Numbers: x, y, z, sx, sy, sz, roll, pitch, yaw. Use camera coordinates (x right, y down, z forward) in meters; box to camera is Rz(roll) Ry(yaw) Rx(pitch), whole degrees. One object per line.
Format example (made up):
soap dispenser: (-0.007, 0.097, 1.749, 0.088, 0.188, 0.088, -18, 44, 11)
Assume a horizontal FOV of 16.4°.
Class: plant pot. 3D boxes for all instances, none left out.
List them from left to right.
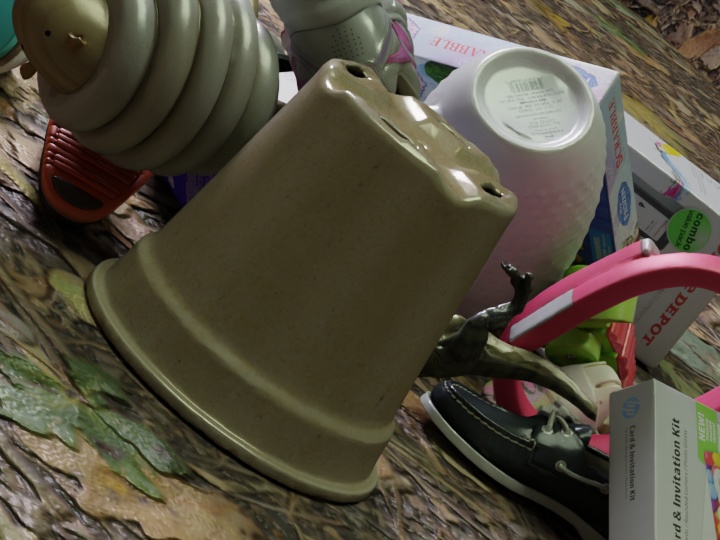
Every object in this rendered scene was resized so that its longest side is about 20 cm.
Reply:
plant pot: (-0.017, -0.007, 1.376, 0.200, 0.184, 0.201, 36, 14, -11)

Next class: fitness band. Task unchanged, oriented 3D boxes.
fitness band: (0.178, 0.058, 1.602, 0.144, 0.200, 0.037, 49, 27, -26)

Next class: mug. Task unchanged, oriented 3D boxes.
mug: (0.071, -0.068, 1.723, 0.199, 0.176, 0.148, 2, 56, -14)

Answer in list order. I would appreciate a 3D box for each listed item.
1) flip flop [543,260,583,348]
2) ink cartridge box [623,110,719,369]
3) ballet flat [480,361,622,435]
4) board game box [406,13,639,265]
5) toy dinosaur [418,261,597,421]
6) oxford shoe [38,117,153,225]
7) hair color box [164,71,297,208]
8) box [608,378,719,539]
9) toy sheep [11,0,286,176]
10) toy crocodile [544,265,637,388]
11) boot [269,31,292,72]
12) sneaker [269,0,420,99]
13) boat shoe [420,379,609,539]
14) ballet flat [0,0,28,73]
flip flop: (0.103, 0.006, 1.874, 0.200, 0.081, 0.058, 35, 33, -12)
ink cartridge box: (0.217, -0.045, 2.150, 0.200, 0.147, 0.146, 36, 14, -6)
ballet flat: (0.169, 0.105, 1.718, 0.200, 0.071, 0.069, 28, 28, -35)
board game box: (0.107, -0.090, 1.868, 0.199, 0.041, 0.200, 18, -36, 27)
toy dinosaur: (0.062, 0.034, 1.549, 0.199, 0.089, 0.047, 10, 9, -16)
oxford shoe: (-0.157, -0.079, 1.502, 0.071, 0.073, 0.200, 33, 35, -11)
hair color box: (-0.058, -0.067, 1.567, 0.109, 0.065, 0.200, -6, 20, -15)
box: (0.232, 0.174, 1.566, 0.200, 0.041, 0.157, 27, 54, -37)
toy sheep: (-0.110, -0.118, 1.415, 0.199, 0.138, 0.138, 17, 24, -33)
toy crocodile: (0.169, 0.056, 1.757, 0.061, 0.068, 0.200, 9, -28, 14)
boot: (-0.093, -0.146, 1.778, 0.130, 0.068, 0.200, 19, 8, 38)
sneaker: (-0.005, -0.117, 1.496, 0.200, 0.081, 0.089, 27, 45, -79)
boat shoe: (0.130, 0.122, 1.591, 0.200, 0.060, 0.076, 35, 15, -15)
ballet flat: (-0.238, -0.176, 1.618, 0.069, 0.070, 0.200, 26, 18, -41)
